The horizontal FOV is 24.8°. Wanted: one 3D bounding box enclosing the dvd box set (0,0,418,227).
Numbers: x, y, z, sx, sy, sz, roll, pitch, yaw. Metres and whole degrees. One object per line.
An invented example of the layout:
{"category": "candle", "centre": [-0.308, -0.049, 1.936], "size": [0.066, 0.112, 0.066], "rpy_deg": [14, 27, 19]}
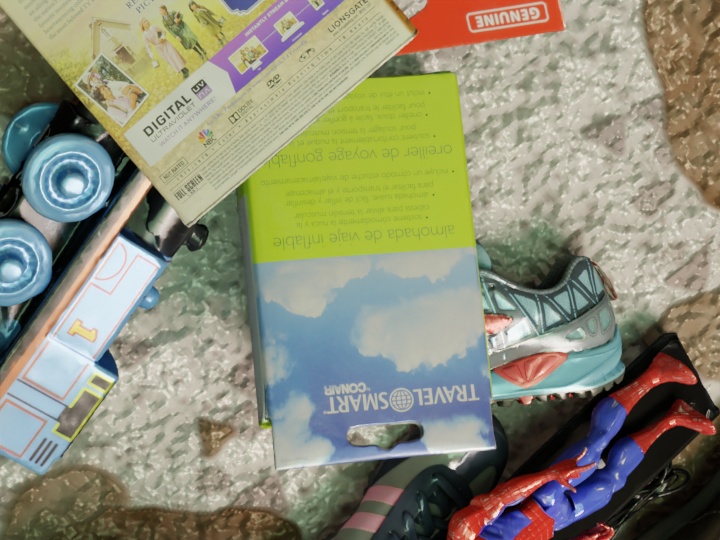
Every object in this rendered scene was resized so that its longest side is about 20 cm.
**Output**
{"category": "dvd box set", "centre": [-0.091, -0.142, 0.769], "size": [0.146, 0.029, 0.200], "rpy_deg": [-40, 96, 13]}

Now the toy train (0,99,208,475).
{"category": "toy train", "centre": [-0.160, 0.003, 0.849], "size": [0.114, 0.087, 0.200], "rpy_deg": [33, 96, -30]}

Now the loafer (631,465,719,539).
{"category": "loafer", "centre": [0.241, 0.162, 0.996], "size": [0.200, 0.071, 0.073], "rpy_deg": [-43, 130, 7]}

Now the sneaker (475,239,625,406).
{"category": "sneaker", "centre": [0.048, 0.030, 0.923], "size": [0.199, 0.079, 0.096], "rpy_deg": [-6, 92, -16]}

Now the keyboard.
{"category": "keyboard", "centre": [0.128, 0.128, 0.980], "size": [0.200, 0.040, 0.104], "rpy_deg": [-40, 123, -11]}

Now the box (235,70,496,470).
{"category": "box", "centre": [0.000, 0.000, 0.857], "size": [0.122, 0.048, 0.201], "rpy_deg": [-5, 82, -9]}

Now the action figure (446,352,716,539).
{"category": "action figure", "centre": [0.114, 0.127, 0.921], "size": [0.200, 0.052, 0.066], "rpy_deg": [-35, 127, -13]}

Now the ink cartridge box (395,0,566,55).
{"category": "ink cartridge box", "centre": [-0.015, -0.179, 0.788], "size": [0.200, 0.044, 0.174], "rpy_deg": [-5, 113, 26]}

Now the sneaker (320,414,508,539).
{"category": "sneaker", "centre": [0.019, 0.168, 0.945], "size": [0.070, 0.082, 0.200], "rpy_deg": [40, 95, -21]}
